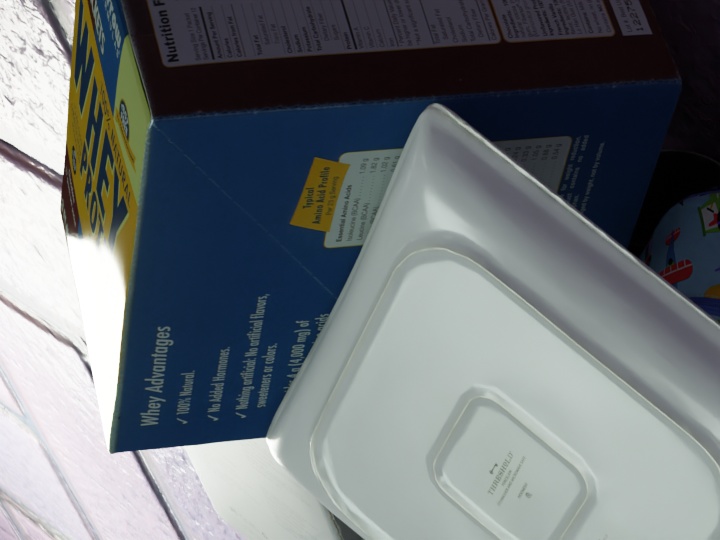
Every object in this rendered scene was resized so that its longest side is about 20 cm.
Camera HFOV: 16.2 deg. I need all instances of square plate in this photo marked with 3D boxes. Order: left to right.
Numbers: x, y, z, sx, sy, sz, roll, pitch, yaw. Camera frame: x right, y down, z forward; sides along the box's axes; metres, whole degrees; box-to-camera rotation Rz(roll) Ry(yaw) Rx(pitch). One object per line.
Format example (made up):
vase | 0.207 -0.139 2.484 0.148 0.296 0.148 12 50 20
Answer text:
square plate | 0.062 0.069 0.920 0.198 0.028 0.200 40 136 14

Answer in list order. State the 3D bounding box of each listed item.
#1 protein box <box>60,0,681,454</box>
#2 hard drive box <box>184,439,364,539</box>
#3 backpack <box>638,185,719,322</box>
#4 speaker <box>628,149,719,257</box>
protein box | -0.006 -0.047 1.000 0.199 0.199 0.135 102 158 -48
hard drive box | -0.033 0.080 1.327 0.156 0.077 0.200 33 155 41
backpack | 0.180 0.066 0.962 0.200 0.135 0.183 31 158 5
speaker | 0.149 0.044 1.123 0.081 0.081 0.200 29 151 44
